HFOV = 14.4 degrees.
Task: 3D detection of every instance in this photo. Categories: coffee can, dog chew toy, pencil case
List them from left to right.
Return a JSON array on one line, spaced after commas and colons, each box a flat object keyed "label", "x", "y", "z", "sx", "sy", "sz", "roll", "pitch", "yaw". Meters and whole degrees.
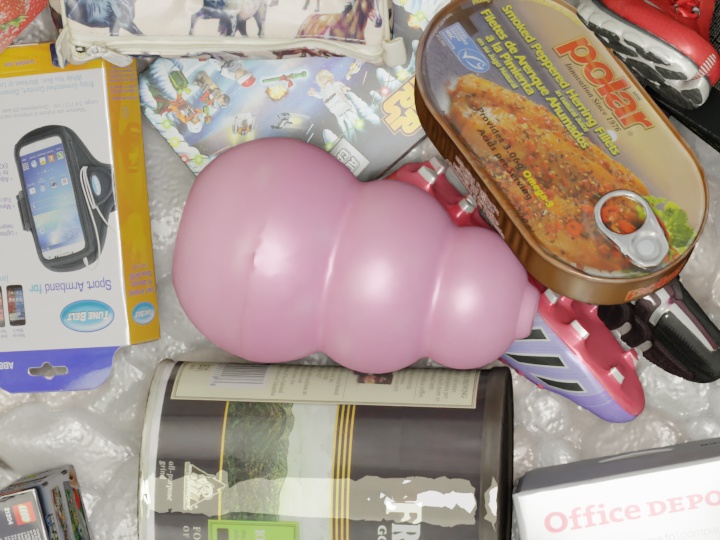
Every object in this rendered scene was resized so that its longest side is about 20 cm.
[{"label": "pencil case", "x": -0.074, "y": -0.150, "z": 1.578, "sx": 0.198, "sy": 0.078, "sz": 0.090, "roll": 0, "pitch": 67, "yaw": -5}, {"label": "coffee can", "x": -0.016, "y": 0.125, "z": 1.611, "sx": 0.198, "sy": 0.146, "sz": 0.147, "roll": 1, "pitch": 93, "yaw": 6}, {"label": "dog chew toy", "x": 0.000, "y": 0.000, "z": 1.573, "sx": 0.199, "sy": 0.125, "sz": 0.125, "roll": 13, "pitch": 94, "yaw": 6}]

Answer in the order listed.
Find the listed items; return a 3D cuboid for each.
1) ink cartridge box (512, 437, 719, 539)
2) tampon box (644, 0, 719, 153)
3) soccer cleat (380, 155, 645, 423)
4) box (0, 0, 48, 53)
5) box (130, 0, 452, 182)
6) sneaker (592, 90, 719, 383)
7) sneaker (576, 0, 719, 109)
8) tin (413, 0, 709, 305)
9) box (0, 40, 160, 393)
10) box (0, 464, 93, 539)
[{"label": "ink cartridge box", "x": 0.174, "y": 0.206, "z": 1.626, "sx": 0.144, "sy": 0.084, "sz": 0.201, "roll": -10, "pitch": 92, "yaw": 6}, {"label": "tampon box", "x": 0.266, "y": -0.087, "z": 1.528, "sx": 0.150, "sy": 0.200, "sz": 0.127, "roll": 36, "pitch": 96, "yaw": -15}, {"label": "soccer cleat", "x": 0.079, "y": 0.022, "z": 1.641, "sx": 0.200, "sy": 0.067, "sz": 0.076, "roll": 45, "pitch": 112, "yaw": 3}, {"label": "box", "x": -0.196, "y": -0.227, "z": 1.618, "sx": 0.200, "sy": 0.095, "sz": 0.103, "roll": -45, "pitch": 53, "yaw": 6}, {"label": "box", "x": -0.019, "y": -0.117, "z": 1.650, "sx": 0.200, "sy": 0.040, "sz": 0.137, "roll": -41, "pitch": 89, "yaw": 6}, {"label": "sneaker", "x": 0.158, "y": -0.039, "z": 1.610, "sx": 0.200, "sy": 0.076, "sz": 0.116, "roll": 44, "pitch": 72, "yaw": 2}, {"label": "sneaker", "x": 0.166, "y": -0.153, "z": 1.549, "sx": 0.077, "sy": 0.200, "sz": 0.085, "roll": 39, "pitch": 103, "yaw": -18}, {"label": "tin", "x": 0.109, "y": -0.069, "z": 1.564, "sx": 0.112, "sy": 0.042, "sz": 0.200, "roll": -29, "pitch": 67, "yaw": -14}, {"label": "box", "x": -0.180, "y": -0.031, "z": 1.654, "sx": 0.118, "sy": 0.041, "sz": 0.201, "roll": -3, "pitch": 95, "yaw": 28}, {"label": "box", "x": -0.166, "y": 0.218, "z": 1.649, "sx": 0.034, "sy": 0.110, "sz": 0.201, "roll": -15, "pitch": 91, "yaw": 7}]
